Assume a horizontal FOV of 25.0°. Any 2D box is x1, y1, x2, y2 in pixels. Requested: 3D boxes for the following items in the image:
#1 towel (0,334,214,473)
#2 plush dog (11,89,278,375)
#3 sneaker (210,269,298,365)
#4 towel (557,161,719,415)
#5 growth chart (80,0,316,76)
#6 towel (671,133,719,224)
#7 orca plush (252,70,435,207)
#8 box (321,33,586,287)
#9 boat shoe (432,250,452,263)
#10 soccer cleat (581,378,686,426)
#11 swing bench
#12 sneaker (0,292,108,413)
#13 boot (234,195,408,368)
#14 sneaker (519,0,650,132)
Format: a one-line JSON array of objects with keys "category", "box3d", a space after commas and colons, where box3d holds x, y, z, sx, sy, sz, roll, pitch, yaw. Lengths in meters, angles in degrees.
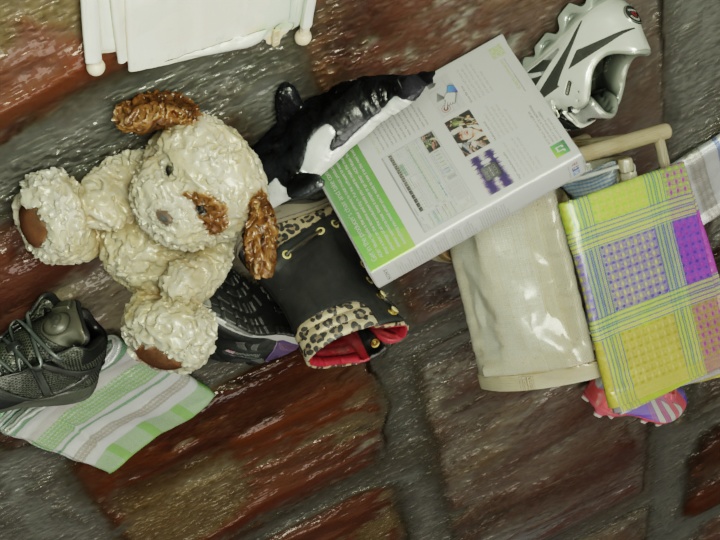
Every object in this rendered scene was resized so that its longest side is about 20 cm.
[{"category": "towel", "box3d": [-0.240, 0.135, 1.562, 0.149, 0.031, 0.200, -33, 151, 10]}, {"category": "plush dog", "box3d": [-0.139, -0.046, 1.256, 0.172, 0.200, 0.160, -40, -176, 38]}, {"category": "sneaker", "box3d": [-0.125, 0.053, 1.494, 0.088, 0.076, 0.200, -33, 151, 20]}, {"category": "towel", "box3d": [0.254, 0.018, 1.435, 0.144, 0.200, 0.023, -19, -172, -24]}, {"category": "growth chart", "box3d": [-0.111, -0.198, 1.161, 0.200, 0.018, 0.145, -14, 147, -25]}, {"category": "towel", "box3d": [0.398, -0.108, 1.743, 0.200, 0.024, 0.147, -32, 150, 5]}, {"category": "orca plush", "box3d": [-0.039, -0.118, 1.294, 0.071, 0.105, 0.200, 43, 138, -21]}, {"category": "box", "box3d": [0.067, -0.093, 1.354, 0.200, 0.144, 0.036, -28, 150, 0]}, {"category": "boat shoe", "box3d": [0.134, -0.056, 1.564, 0.200, 0.071, 0.065, -16, -176, -32]}, {"category": "soccer cleat", "box3d": [0.368, 0.154, 2.095, 0.200, 0.067, 0.076, 7, 131, -43]}, {"category": "swing bench", "box3d": [0.192, -0.012, 1.483, 0.200, 0.199, 0.130, -19, -171, -30]}, {"category": "sneaker", "box3d": [-0.300, 0.074, 1.371, 0.199, 0.076, 0.114, -9, 144, -37]}, {"category": "boot", "box3d": [0.000, 0.000, 1.434, 0.200, 0.151, 0.073, -13, 147, -29]}, {"category": "sneaker", "box3d": [0.177, -0.151, 1.418, 0.074, 0.089, 0.200, -5, 145, -39]}]
